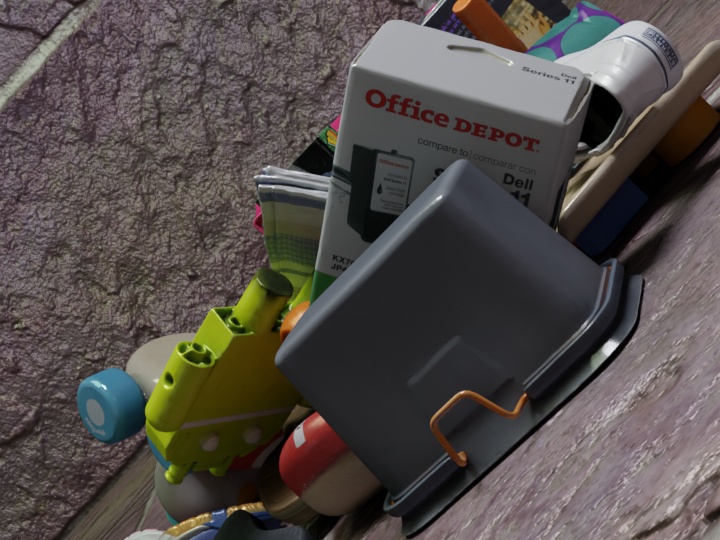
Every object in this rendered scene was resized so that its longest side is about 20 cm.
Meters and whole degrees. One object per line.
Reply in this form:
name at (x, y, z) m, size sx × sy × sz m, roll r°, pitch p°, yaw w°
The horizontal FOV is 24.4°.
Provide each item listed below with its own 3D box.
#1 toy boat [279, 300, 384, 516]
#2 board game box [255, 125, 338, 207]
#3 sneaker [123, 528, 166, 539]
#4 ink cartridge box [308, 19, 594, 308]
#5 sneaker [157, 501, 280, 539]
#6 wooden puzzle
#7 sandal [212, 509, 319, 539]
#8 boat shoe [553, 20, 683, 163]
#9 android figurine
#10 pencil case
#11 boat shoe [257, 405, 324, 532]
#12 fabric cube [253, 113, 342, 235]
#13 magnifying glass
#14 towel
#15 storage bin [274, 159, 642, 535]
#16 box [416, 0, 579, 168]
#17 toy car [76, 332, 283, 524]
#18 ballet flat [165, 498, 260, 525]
toy boat at (-0.004, 0.075, 1.175) m, size 0.131 × 0.131 × 0.200 m, roll -44°, pitch 6°, yaw 32°
board game box at (0.019, -0.016, 1.294) m, size 0.105 × 0.200 × 0.023 m, roll -41°, pitch 9°, yaw 45°
sneaker at (-0.212, 0.310, 1.449) m, size 0.200 × 0.081 × 0.088 m, roll -54°, pitch 3°, yaw 24°
ink cartridge box at (0.055, -0.043, 1.082) m, size 0.083 × 0.146 × 0.200 m, roll -57°, pitch -20°, yaw -58°
sneaker at (-0.148, 0.258, 1.368) m, size 0.200 × 0.088 × 0.075 m, roll -25°, pitch -16°, yaw 4°
wooden puzzle at (0.190, -0.070, 1.217) m, size 0.185 × 0.046 × 0.200 m, roll -48°, pitch 0°, yaw -10°
sandal at (-0.076, 0.221, 1.218) m, size 0.076 × 0.043 × 0.200 m, roll -56°, pitch 17°, yaw -15°
boat shoe at (0.145, -0.109, 1.139) m, size 0.065 × 0.074 × 0.200 m, roll -43°, pitch -2°, yaw -21°
android figurine at (-0.085, 0.082, 1.242) m, size 0.182 × 0.041 × 0.200 m, roll -2°, pitch -49°, yaw -50°
pencil case at (0.140, -0.115, 1.296) m, size 0.200 × 0.092 × 0.085 m, roll -47°, pitch 24°, yaw -12°
boat shoe at (-0.028, 0.147, 1.292) m, size 0.073 × 0.063 × 0.200 m, roll -29°, pitch 14°, yaw 18°
fabric cube at (0.041, -0.054, 1.438) m, size 0.200 × 0.196 × 0.199 m, roll -46°, pitch 5°, yaw 1°
magnifying glass at (0.144, -0.150, 1.351) m, size 0.080 × 0.200 × 0.022 m, roll -51°, pitch 30°, yaw -9°
towel at (0.000, 0.000, 1.248) m, size 0.200 × 0.147 × 0.024 m, roll 85°, pitch -160°, yaw -54°
storage bin at (0.048, 0.041, 0.997) m, size 0.200 × 0.134 × 0.146 m, roll -46°, pitch 5°, yaw 23°
box at (0.152, -0.180, 1.469) m, size 0.106 × 0.200 × 0.122 m, roll -46°, pitch 5°, yaw 4°
toy car at (-0.121, 0.165, 1.453) m, size 0.177 × 0.200 × 0.184 m, roll 16°, pitch 30°, yaw 40°
ballet flat at (-0.095, 0.184, 1.558) m, size 0.200 × 0.068 × 0.075 m, roll -38°, pitch -13°, yaw 28°
